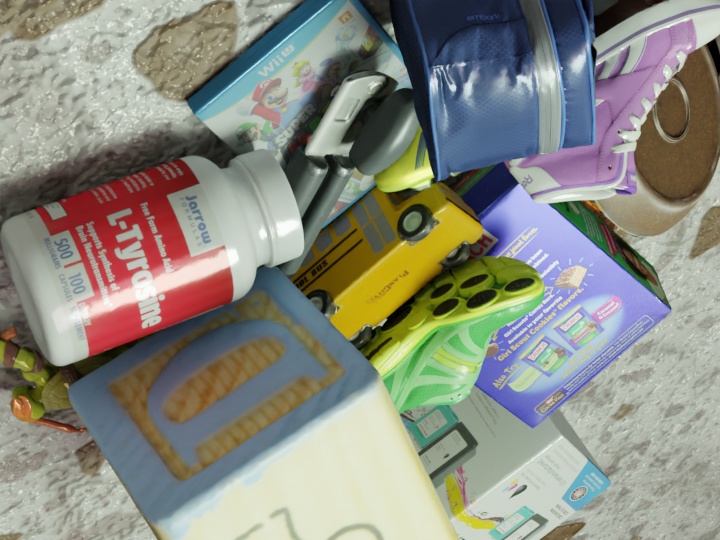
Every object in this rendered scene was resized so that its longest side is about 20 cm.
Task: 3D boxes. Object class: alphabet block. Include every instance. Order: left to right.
[{"bbox_3d":[-0.070,0.152,1.322,0.195,0.196,0.200,-31,128,-10],"label":"alphabet block"}]

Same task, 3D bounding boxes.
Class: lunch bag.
[{"bbox_3d":[0.095,-0.173,1.224,0.132,0.200,0.136,-11,144,-2],"label":"lunch bag"}]

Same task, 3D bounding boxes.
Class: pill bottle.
[{"bbox_3d":[-0.147,-0.016,1.272,0.200,0.112,0.112,-21,143,-16],"label":"pill bottle"}]

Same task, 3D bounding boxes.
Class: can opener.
[{"bbox_3d":[-0.027,-0.067,1.329,0.053,0.067,0.200,0,137,-41],"label":"can opener"}]

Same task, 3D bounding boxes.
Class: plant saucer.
[{"bbox_3d":[0.236,-0.127,1.410,0.200,0.034,0.201,2,87,-47],"label":"plant saucer"}]

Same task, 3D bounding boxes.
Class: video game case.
[{"bbox_3d":[-0.024,-0.121,1.334,0.143,0.018,0.200,-39,144,6],"label":"video game case"}]

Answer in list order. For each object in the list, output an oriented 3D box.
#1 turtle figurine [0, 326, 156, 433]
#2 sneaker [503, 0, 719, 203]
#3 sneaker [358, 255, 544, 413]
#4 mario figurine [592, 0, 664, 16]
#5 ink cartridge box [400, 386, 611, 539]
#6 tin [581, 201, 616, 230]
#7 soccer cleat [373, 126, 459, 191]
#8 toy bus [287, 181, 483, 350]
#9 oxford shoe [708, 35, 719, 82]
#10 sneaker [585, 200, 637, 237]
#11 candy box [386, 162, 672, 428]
[{"bbox_3d":[-0.218,0.067,1.355,0.161,0.064,0.200,-39,144,6],"label":"turtle figurine"},{"bbox_3d":[0.199,-0.118,1.302,0.200,0.114,0.073,-30,168,5],"label":"sneaker"},{"bbox_3d":[0.073,0.057,1.436,0.200,0.074,0.084,-34,119,26],"label":"sneaker"},{"bbox_3d":[0.205,-0.268,1.321,0.123,0.106,0.200,-11,142,27],"label":"mario figurine"},{"bbox_3d":[0.102,0.189,1.682,0.200,0.146,0.147,-39,144,7],"label":"ink cartridge box"},{"bbox_3d":[0.187,-0.061,1.557,0.200,0.042,0.112,-49,146,19],"label":"tin"},{"bbox_3d":[0.080,-0.137,1.355,0.200,0.065,0.084,-38,116,-12],"label":"soccer cleat"},{"bbox_3d":[0.000,0.000,1.430,0.200,0.078,0.065,-41,139,14],"label":"toy bus"},{"bbox_3d":[0.325,-0.161,1.545,0.072,0.071,0.200,-1,144,2],"label":"oxford shoe"},{"bbox_3d":[0.196,-0.103,1.443,0.092,0.076,0.200,-54,144,7],"label":"sneaker"},{"bbox_3d":[0.135,0.014,1.504,0.169,0.077,0.200,-42,121,18],"label":"candy box"}]
